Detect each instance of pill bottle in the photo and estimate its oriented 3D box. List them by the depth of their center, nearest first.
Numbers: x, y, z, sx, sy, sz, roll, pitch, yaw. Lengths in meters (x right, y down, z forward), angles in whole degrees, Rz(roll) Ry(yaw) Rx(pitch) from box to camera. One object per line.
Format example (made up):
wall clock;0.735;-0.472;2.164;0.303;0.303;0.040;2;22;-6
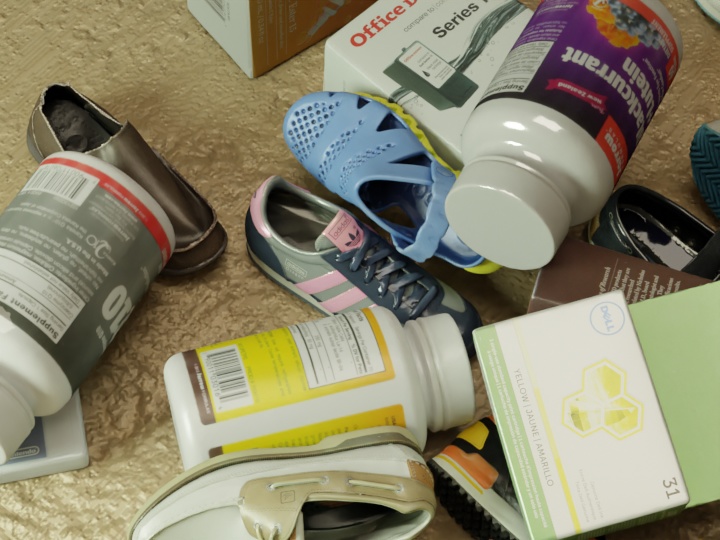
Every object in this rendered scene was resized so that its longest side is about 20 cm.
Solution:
pill bottle;-0.027;0.089;1.105;0.199;0.109;0.110;-13;60;-9
pill bottle;-0.224;0.026;1.112;0.113;0.114;0.200;25;61;14
pill bottle;0.137;-0.102;1.124;0.111;0.112;0.200;24;60;13

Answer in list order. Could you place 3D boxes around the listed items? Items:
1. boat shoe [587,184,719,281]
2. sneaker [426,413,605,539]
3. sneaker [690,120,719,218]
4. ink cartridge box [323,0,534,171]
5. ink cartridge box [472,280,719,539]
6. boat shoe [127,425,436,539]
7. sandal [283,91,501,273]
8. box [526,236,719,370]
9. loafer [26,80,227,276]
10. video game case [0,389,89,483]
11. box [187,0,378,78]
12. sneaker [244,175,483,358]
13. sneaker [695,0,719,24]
boat shoe;0.253;0.007;1.188;0.200;0.062;0.075;40;64;19
sneaker;0.140;0.169;1.082;0.090;0.070;0.200;-41;66;-19
sneaker;0.340;-0.053;1.217;0.200;0.077;0.081;34;55;11
ink cartridge box;0.087;-0.136;1.258;0.200;0.083;0.147;40;66;21
ink cartridge box;0.186;0.084;1.038;0.199;0.048;0.146;-16;72;2
boat shoe;-0.049;0.157;1.032;0.199;0.075;0.068;-18;37;-5
sandal;0.019;-0.067;1.172;0.200;0.080;0.087;34;23;24
box;0.212;0.057;1.128;0.199;0.100;0.075;18;47;10
loafer;-0.183;-0.070;1.220;0.200;0.071;0.073;37;65;19
video game case;-0.304;0.074;1.159;0.199;0.023;0.183;-10;59;-7
box;-0.037;-0.268;1.312;0.200;0.125;0.098;-34;65;-19
sneaker;0.000;0.000;1.174;0.199;0.082;0.070;27;62;14
sneaker;0.310;-0.284;1.355;0.076;0.081;0.201;-10;61;-9
